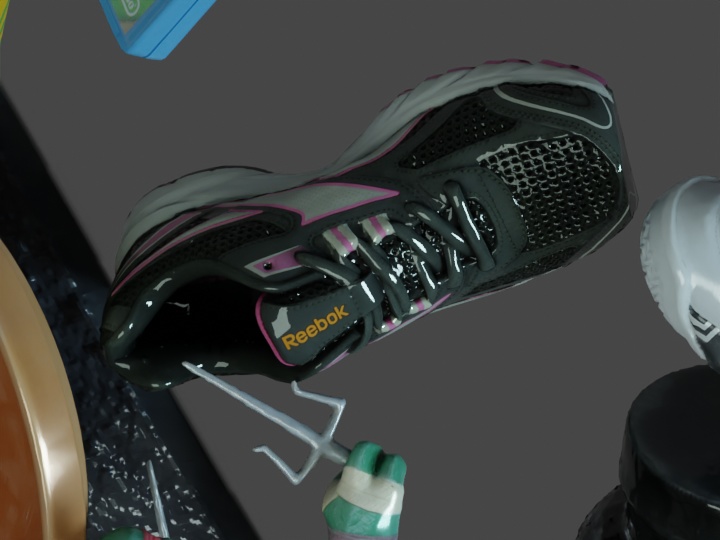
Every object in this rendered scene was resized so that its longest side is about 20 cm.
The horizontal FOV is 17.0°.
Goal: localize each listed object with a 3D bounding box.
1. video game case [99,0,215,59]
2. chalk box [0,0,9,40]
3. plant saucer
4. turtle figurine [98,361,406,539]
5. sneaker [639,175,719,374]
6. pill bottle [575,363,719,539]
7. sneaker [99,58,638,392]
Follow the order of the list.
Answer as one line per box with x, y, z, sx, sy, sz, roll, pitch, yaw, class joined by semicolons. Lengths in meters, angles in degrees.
-0.030;-0.178;0.690;0.200;0.018;0.144;-44;56;32;video game case
-0.177;-0.114;0.709;0.124;0.124;0.201;24;125;11;chalk box
-0.154;0.048;0.854;0.200;0.032;0.201;28;128;43;plant saucer
-0.032;0.132;0.816;0.200;0.101;0.149;48;136;-14;turtle figurine
0.192;0.007;0.743;0.199;0.075;0.115;28;140;-6;sneaker
0.124;0.138;0.832;0.111;0.112;0.201;9;122;11;pill bottle
0.000;0.000;0.801;0.199;0.086;0.081;-21;114;25;sneaker
